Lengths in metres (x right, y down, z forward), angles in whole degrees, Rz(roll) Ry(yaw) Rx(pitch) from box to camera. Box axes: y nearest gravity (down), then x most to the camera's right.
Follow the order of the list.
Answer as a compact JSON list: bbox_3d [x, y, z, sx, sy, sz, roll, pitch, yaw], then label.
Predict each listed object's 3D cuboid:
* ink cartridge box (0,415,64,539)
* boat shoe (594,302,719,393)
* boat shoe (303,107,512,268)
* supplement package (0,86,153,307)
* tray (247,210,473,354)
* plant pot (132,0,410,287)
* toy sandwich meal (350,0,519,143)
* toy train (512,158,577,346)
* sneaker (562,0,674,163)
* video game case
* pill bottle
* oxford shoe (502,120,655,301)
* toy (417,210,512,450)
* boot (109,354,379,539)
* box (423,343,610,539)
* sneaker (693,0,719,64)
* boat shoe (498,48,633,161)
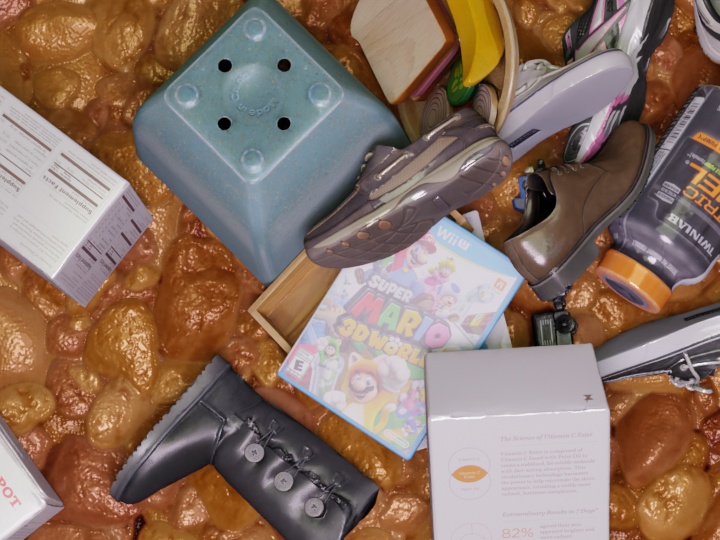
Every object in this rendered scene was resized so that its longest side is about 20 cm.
[{"bbox_3d":[-0.391,0.216,1.516,0.200,0.083,0.145,-37,81,-4],"label":"ink cartridge box"},{"bbox_3d":[0.302,0.075,1.522,0.198,0.074,0.068,-20,99,5],"label":"boat shoe"},{"bbox_3d":[0.036,-0.072,1.462,0.199,0.075,0.074,-29,62,6],"label":"boat shoe"},{"bbox_3d":[-0.308,-0.078,1.527,0.200,0.156,0.111,37,82,8],"label":"supplement package"},{"bbox_3d":[0.000,0.000,1.540,0.200,0.037,0.099,-47,65,2],"label":"tray"},{"bbox_3d":[-0.086,-0.131,1.506,0.196,0.200,0.196,-45,82,-5],"label":"plant pot"},{"bbox_3d":[0.066,-0.193,1.524,0.070,0.205,0.207,-1,78,-33],"label":"toy sandwich meal"},{"bbox_3d":[0.172,-0.004,1.560,0.046,0.034,0.201,-8,81,13],"label":"toy train"},{"bbox_3d":[0.226,-0.192,1.579,0.086,0.080,0.201,19,82,29],"label":"sneaker"},{"bbox_3d":[0.037,0.046,1.493,0.143,0.018,0.201,33,90,5],"label":"video game case"},{"bbox_3d":[0.297,-0.060,1.527,0.106,0.106,0.200,34,84,7],"label":"pill bottle"},{"bbox_3d":[0.195,-0.073,1.483,0.084,0.073,0.200,45,62,-12],"label":"oxford shoe"},{"bbox_3d":[0.081,0.059,1.539,0.115,0.047,0.201,-17,69,12],"label":"toy"},{"bbox_3d":[-0.105,0.201,1.523,0.200,0.066,0.165,40,85,4],"label":"boot"},{"bbox_3d":[0.134,0.177,1.443,0.151,0.107,0.201,-3,118,1],"label":"box"},{"bbox_3d":[0.336,-0.298,1.577,0.075,0.088,0.201,-19,79,1],"label":"sneaker"},{"bbox_3d":[0.159,-0.160,1.535,0.200,0.071,0.070,-34,62,36],"label":"boat shoe"}]
